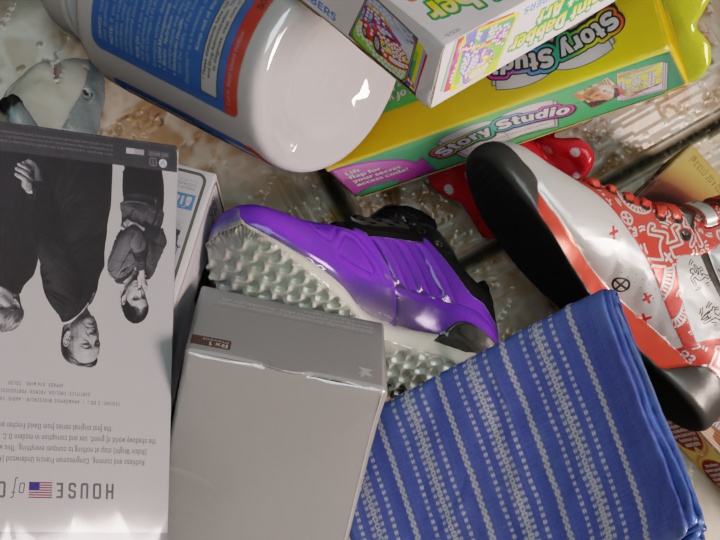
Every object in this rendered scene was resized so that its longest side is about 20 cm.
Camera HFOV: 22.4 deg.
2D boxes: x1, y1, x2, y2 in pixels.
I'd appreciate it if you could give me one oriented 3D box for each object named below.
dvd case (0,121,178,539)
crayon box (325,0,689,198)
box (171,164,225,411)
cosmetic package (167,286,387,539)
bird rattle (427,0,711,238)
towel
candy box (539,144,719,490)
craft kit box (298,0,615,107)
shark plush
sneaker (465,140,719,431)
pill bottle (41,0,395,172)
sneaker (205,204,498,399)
[{"bbox_3d":[-0.158,0.031,0.866,0.150,0.025,0.202,6,81,-33],"label":"dvd case"},{"bbox_3d":[0.063,-0.155,1.017,0.199,0.058,0.174,-18,70,15],"label":"crayon box"},{"bbox_3d":[-0.128,0.051,0.973,0.060,0.117,0.201,14,74,5],"label":"box"},{"bbox_3d":[-0.057,0.120,0.958,0.106,0.090,0.201,13,110,-5],"label":"cosmetic package"},{"bbox_3d":[0.109,-0.126,1.075,0.200,0.113,0.163,-39,77,2],"label":"bird rattle"},{"bbox_3d":[0.074,0.112,0.958,0.199,0.024,0.146,-29,66,25],"label":"towel"},{"bbox_3d":[0.214,0.041,1.066,0.117,0.056,0.200,-41,88,-11],"label":"candy box"},{"bbox_3d":[0.037,-0.188,0.918,0.200,0.049,0.197,-33,64,-34],"label":"craft kit box"},{"bbox_3d":[-0.169,-0.020,1.021,0.083,0.091,0.201,-4,76,-39],"label":"shark plush"},{"bbox_3d":[0.153,-0.019,0.997,0.108,0.067,0.202,-45,99,-18],"label":"sneaker"},{"bbox_3d":[-0.083,-0.137,0.983,0.199,0.112,0.112,29,77,36],"label":"pill bottle"},{"bbox_3d":[0.000,0.000,1.016,0.200,0.069,0.100,31,51,-31],"label":"sneaker"}]
